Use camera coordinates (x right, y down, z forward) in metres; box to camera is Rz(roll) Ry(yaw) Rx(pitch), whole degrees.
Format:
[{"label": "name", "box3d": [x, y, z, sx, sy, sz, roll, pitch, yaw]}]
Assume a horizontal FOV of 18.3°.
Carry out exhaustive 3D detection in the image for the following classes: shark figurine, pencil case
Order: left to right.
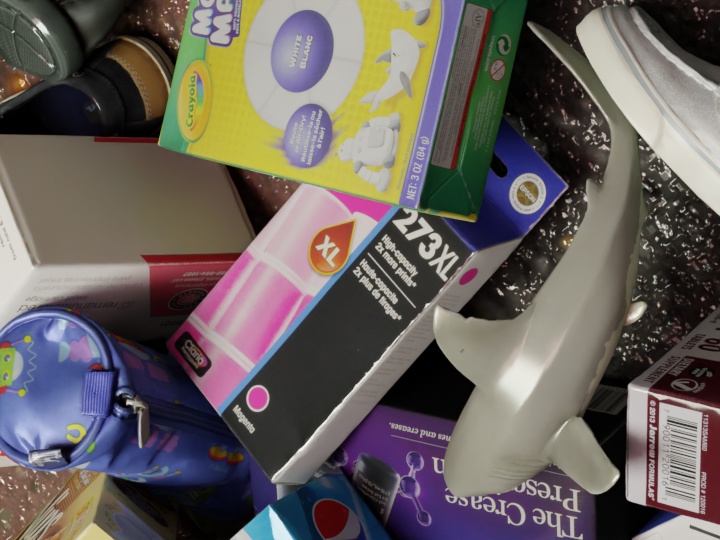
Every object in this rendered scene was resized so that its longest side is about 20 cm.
[{"label": "pencil case", "box3d": [-0.107, 0.075, 1.124, 0.087, 0.200, 0.078, 10, 81, 29]}, {"label": "shark figurine", "box3d": [0.075, 0.009, 0.963, 0.128, 0.089, 0.215, -139, 67, -69]}]

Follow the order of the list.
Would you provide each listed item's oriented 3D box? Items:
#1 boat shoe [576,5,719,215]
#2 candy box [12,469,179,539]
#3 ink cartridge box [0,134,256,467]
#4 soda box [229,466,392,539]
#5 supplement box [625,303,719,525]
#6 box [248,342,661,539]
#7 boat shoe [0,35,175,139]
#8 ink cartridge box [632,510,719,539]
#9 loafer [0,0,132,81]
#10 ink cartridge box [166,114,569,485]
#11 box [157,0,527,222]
[{"label": "boat shoe", "box3d": [0.180, -0.052, 0.957, 0.201, 0.070, 0.072, 47, 108, 12]}, {"label": "candy box", "box3d": [-0.152, 0.161, 1.172, 0.055, 0.200, 0.115, 42, 95, -8]}, {"label": "ink cartridge box", "box3d": [-0.167, 0.021, 1.164, 0.200, 0.145, 0.084, -46, 58, 39]}, {"label": "soda box", "box3d": [-0.069, 0.184, 1.112, 0.200, 0.068, 0.064, -44, 78, 31]}, {"label": "supplement box", "box3d": [0.225, 0.074, 0.947, 0.200, 0.109, 0.061, 13, 117, 29]}, {"label": "box", "box3d": [0.046, 0.117, 1.115, 0.200, 0.079, 0.141, 10, 119, 31]}, {"label": "boat shoe", "box3d": [-0.176, -0.060, 1.199, 0.200, 0.062, 0.075, -31, 93, 41]}, {"label": "ink cartridge box", "box3d": [0.222, 0.184, 1.040, 0.094, 0.044, 0.200, -34, 89, 42]}, {"label": "loafer", "box3d": [-0.195, -0.156, 1.176, 0.200, 0.063, 0.072, 30, 151, 38]}, {"label": "ink cartridge box", "box3d": [0.000, 0.000, 1.064, 0.200, 0.037, 0.095, -48, 64, 15]}, {"label": "box", "box3d": [-0.020, -0.099, 1.038, 0.200, 0.048, 0.118, 15, 93, 44]}]
